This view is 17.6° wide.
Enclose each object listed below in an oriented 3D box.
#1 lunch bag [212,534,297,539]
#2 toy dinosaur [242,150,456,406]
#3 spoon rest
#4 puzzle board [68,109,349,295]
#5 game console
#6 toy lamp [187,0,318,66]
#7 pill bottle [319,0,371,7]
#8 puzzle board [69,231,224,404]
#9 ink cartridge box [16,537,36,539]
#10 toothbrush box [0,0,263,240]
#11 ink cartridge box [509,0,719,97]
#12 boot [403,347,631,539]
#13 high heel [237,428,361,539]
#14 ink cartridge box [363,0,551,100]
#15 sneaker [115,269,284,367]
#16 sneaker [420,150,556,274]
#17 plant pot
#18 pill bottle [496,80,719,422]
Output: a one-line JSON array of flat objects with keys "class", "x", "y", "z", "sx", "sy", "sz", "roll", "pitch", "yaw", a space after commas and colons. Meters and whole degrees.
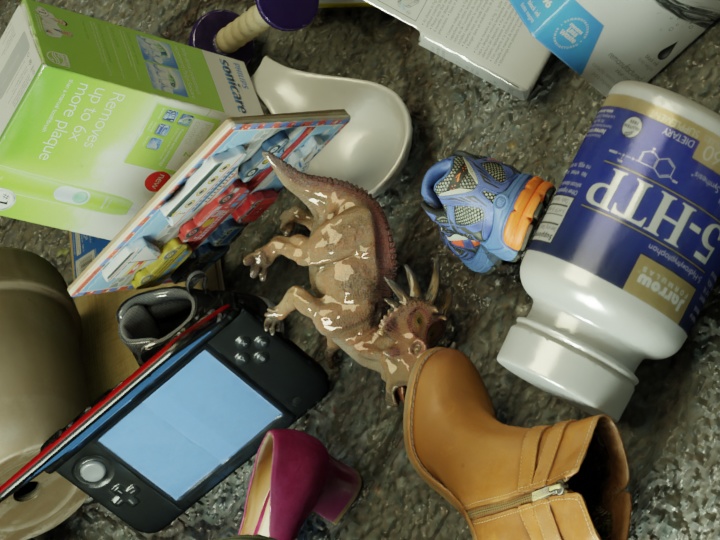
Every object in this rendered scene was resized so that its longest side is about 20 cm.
[{"class": "lunch bag", "x": -0.041, "y": 0.253, "z": 1.500, "sx": 0.167, "sy": 0.200, "sz": 0.140, "roll": 8, "pitch": 72, "yaw": 43}, {"class": "toy dinosaur", "x": 0.000, "y": 0.000, "z": 1.658, "sx": 0.135, "sy": 0.086, "sz": 0.201, "roll": -16, "pitch": 90, "yaw": 32}, {"class": "spoon rest", "x": -0.031, "y": -0.117, "z": 1.802, "sx": 0.100, "sy": 0.061, "sz": 0.200, "roll": -55, "pitch": 43, "yaw": 3}, {"class": "puzzle board", "x": -0.110, "y": -0.047, "z": 1.724, "sx": 0.200, "sy": 0.150, "sz": 0.017, "roll": -44, "pitch": 72, "yaw": 29}, {"class": "game console", "x": -0.139, "y": 0.121, "z": 1.667, "sx": 0.200, "sy": 0.172, "sz": 0.119, "roll": -39, "pitch": 30, "yaw": 18}, {"class": "toy lamp", "x": -0.093, "y": -0.195, "z": 1.857, "sx": 0.200, "sy": 0.058, "sz": 0.059, "roll": -24, "pitch": 46, "yaw": 66}, {"class": "pill bottle", "x": 0.012, "y": -0.260, "z": 1.809, "sx": 0.199, "sy": 0.109, "sz": 0.110, "roll": 5, "pitch": 70, "yaw": 43}, {"class": "puzzle board", "x": -0.174, "y": -0.003, "z": 1.898, "sx": 0.150, "sy": 0.017, "sz": 0.201, "roll": -32, "pitch": 49, "yaw": 26}, {"class": "ink cartridge box", "x": -0.257, "y": 0.323, "z": 1.768, "sx": 0.197, "sy": 0.047, "sz": 0.201, "roll": 25, "pitch": 82, "yaw": 46}, {"class": "toothbrush box", "x": -0.195, "y": -0.107, "z": 1.795, "sx": 0.146, "sy": 0.199, "sz": 0.086, "roll": -54, "pitch": 41, "yaw": 30}, {"class": "ink cartridge box", "x": 0.209, "y": -0.222, "z": 1.605, "sx": 0.200, "sy": 0.116, "sz": 0.068, "roll": -43, "pitch": 46, "yaw": 16}, {"class": "boot", "x": 0.102, "y": 0.120, "z": 1.505, "sx": 0.155, "sy": 0.076, "sz": 0.201, "roll": -38, "pitch": 48, "yaw": 47}, {"class": "high heel", "x": -0.084, "y": 0.204, "z": 1.640, "sx": 0.200, "sy": 0.096, "sz": 0.067, "roll": -51, "pitch": 44, "yaw": 6}, {"class": "ink cartridge box", "x": 0.092, "y": -0.254, "z": 1.704, "sx": 0.175, "sy": 0.045, "sz": 0.201, "roll": 29, "pitch": 85, "yaw": 2}, {"class": "sneaker", "x": -0.155, "y": 0.084, "z": 1.759, "sx": 0.200, "sy": 0.114, "sz": 0.076, "roll": -50, "pitch": 44, "yaw": 8}, {"class": "sneaker", "x": 0.079, "y": -0.050, "z": 1.603, "sx": 0.076, "sy": 0.078, "sz": 0.200, "roll": -60, "pitch": 3, "yaw": -8}, {"class": "plant pot", "x": -0.289, "y": 0.111, "z": 1.819, "sx": 0.200, "sy": 0.200, "sz": 0.174, "roll": -43, "pitch": 55, "yaw": 14}, {"class": "pill bottle", "x": 0.173, "y": -0.010, "z": 1.514, "sx": 0.119, "sy": 0.119, "sz": 0.201, "roll": 22, "pitch": 83, "yaw": 46}]
